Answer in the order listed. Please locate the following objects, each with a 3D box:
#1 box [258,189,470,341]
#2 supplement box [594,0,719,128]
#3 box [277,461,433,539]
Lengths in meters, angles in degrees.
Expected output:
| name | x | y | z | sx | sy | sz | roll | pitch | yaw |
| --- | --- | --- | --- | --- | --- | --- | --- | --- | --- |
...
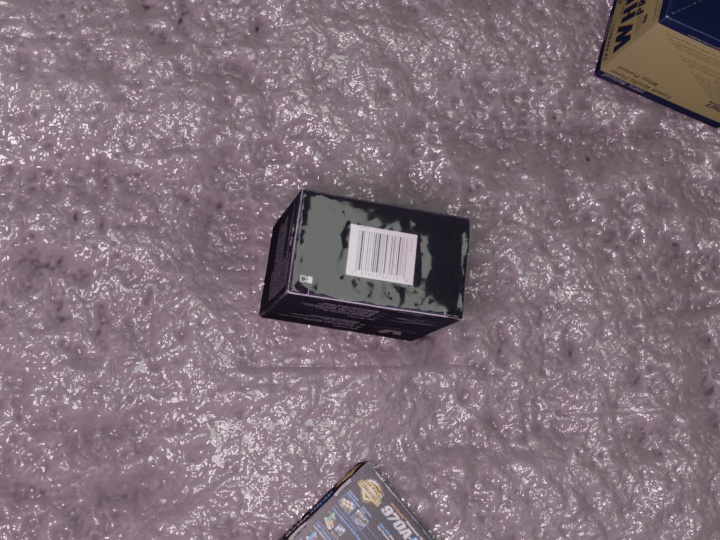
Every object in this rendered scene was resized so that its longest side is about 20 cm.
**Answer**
| name | x | y | z | sx | sy | sz | roll | pitch | yaw |
| --- | --- | --- | --- | --- | --- | --- | --- | --- | --- |
| box | 0.000 | 0.000 | 1.300 | 0.194 | 0.200 | 0.119 | 9 | 77 | -12 |
| supplement box | 0.442 | -0.306 | 1.473 | 0.197 | 0.200 | 0.136 | 21 | 75 | -9 |
| box | 0.011 | 0.348 | 1.315 | 0.159 | 0.046 | 0.201 | -41 | 91 | -18 |
